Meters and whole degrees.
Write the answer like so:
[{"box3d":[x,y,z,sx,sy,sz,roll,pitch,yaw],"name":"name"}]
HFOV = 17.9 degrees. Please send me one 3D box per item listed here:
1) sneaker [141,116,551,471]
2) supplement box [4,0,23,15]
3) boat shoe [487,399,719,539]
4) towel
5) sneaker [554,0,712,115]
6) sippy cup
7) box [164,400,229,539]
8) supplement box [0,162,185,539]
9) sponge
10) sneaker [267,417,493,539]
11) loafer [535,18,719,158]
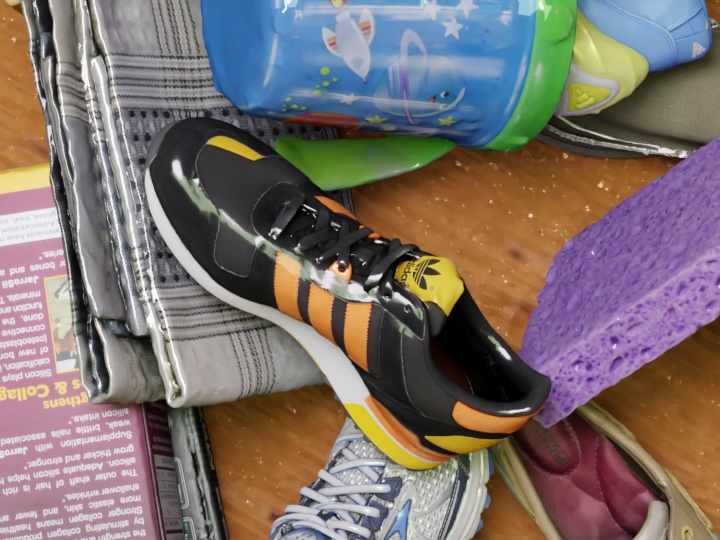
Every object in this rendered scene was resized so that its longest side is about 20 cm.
[{"box3d":[0.000,0.000,0.963,0.200,0.090,0.070,46,50,-19],"name":"sneaker"},{"box3d":[-0.078,-0.194,1.050,0.200,0.131,0.103,-22,85,2],"name":"supplement box"},{"box3d":[0.124,0.127,1.047,0.074,0.066,0.200,-44,85,1],"name":"boat shoe"},{"box3d":[-0.063,-0.037,1.015,0.035,0.200,0.193,-13,85,36],"name":"towel"},{"box3d":[0.102,-0.159,1.052,0.105,0.076,0.200,-12,62,-9],"name":"sneaker"},{"box3d":[0.005,-0.116,0.976,0.130,0.140,0.178,-4,101,-24],"name":"sippy cup"},{"box3d":[-0.175,0.069,1.082,0.200,0.048,0.193,-11,87,3],"name":"box"},{"box3d":[-0.146,0.058,1.016,0.110,0.086,0.200,-9,84,2],"name":"supplement box"},{"box3d":[0.150,-0.017,0.987,0.030,0.112,0.200,42,129,-14],"name":"sponge"},{"box3d":[-0.001,0.125,1.034,0.077,0.085,0.200,9,85,41],"name":"sneaker"},{"box3d":[0.161,-0.088,1.056,0.200,0.070,0.075,4,86,4],"name":"loafer"}]
